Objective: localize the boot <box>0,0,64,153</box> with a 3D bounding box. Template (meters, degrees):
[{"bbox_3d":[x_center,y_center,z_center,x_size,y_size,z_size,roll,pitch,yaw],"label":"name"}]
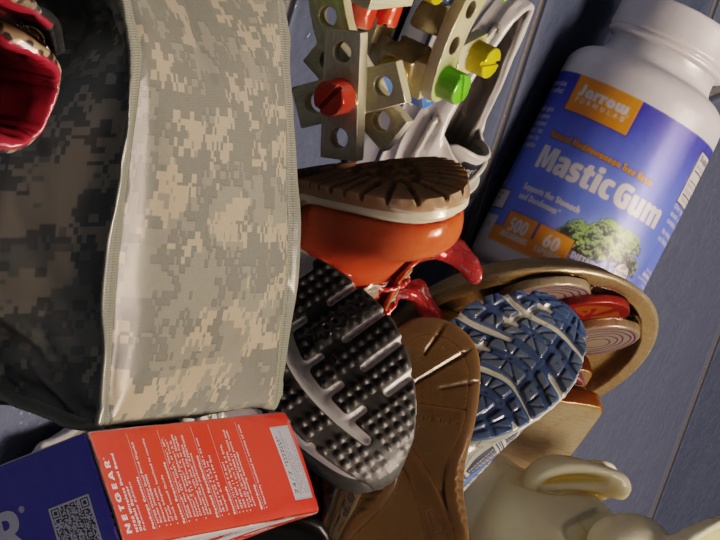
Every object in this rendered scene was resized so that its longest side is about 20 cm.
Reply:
[{"bbox_3d":[-0.166,-0.080,0.859,0.073,0.150,0.200,-61,158,-7],"label":"boot"}]

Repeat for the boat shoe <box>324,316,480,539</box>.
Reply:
[{"bbox_3d":[0.021,0.126,1.390,0.063,0.073,0.201,153,-47,-75],"label":"boat shoe"}]

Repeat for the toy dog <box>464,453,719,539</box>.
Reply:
[{"bbox_3d":[0.093,0.179,1.542,0.193,0.200,0.140,-21,129,-35],"label":"toy dog"}]

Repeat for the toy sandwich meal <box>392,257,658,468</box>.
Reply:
[{"bbox_3d":[0.092,0.069,1.598,0.205,0.204,0.070,77,2,-58],"label":"toy sandwich meal"}]

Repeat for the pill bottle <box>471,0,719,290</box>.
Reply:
[{"bbox_3d":[0.162,-0.074,1.661,0.201,0.112,0.112,-63,158,-2],"label":"pill bottle"}]

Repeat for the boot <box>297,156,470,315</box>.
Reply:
[{"bbox_3d":[0.000,0.000,1.252,0.075,0.200,0.108,-8,92,-23],"label":"boot"}]

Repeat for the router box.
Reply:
[{"bbox_3d":[-0.145,0.118,1.099,0.179,0.199,0.049,0,69,-66],"label":"router box"}]

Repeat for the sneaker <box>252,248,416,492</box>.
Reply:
[{"bbox_3d":[-0.042,0.028,1.213,0.074,0.200,0.080,-25,152,-24],"label":"sneaker"}]

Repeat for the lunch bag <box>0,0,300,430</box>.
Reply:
[{"bbox_3d":[-0.101,-0.042,1.084,0.164,0.117,0.201,-2,100,-65],"label":"lunch bag"}]

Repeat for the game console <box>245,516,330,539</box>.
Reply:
[{"bbox_3d":[-0.121,0.220,1.342,0.176,0.116,0.201,-37,145,-49],"label":"game console"}]

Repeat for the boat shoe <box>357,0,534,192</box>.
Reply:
[{"bbox_3d":[0.042,-0.070,1.454,0.072,0.066,0.201,-5,119,-66],"label":"boat shoe"}]

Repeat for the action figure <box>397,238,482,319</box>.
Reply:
[{"bbox_3d":[-0.015,0.014,1.397,0.200,0.052,0.065,-3,144,-46],"label":"action figure"}]

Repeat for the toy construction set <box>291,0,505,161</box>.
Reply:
[{"bbox_3d":[0.013,-0.128,1.309,0.200,0.092,0.132,-40,150,-66],"label":"toy construction set"}]

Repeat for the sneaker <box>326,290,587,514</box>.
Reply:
[{"bbox_3d":[0.048,0.089,1.483,0.200,0.077,0.085,-43,172,-21],"label":"sneaker"}]

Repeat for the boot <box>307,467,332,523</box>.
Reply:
[{"bbox_3d":[-0.034,0.137,1.513,0.155,0.073,0.200,-65,164,-14],"label":"boot"}]

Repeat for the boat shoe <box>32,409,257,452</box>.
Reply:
[{"bbox_3d":[-0.097,0.083,1.305,0.200,0.071,0.070,-30,140,-53],"label":"boat shoe"}]
